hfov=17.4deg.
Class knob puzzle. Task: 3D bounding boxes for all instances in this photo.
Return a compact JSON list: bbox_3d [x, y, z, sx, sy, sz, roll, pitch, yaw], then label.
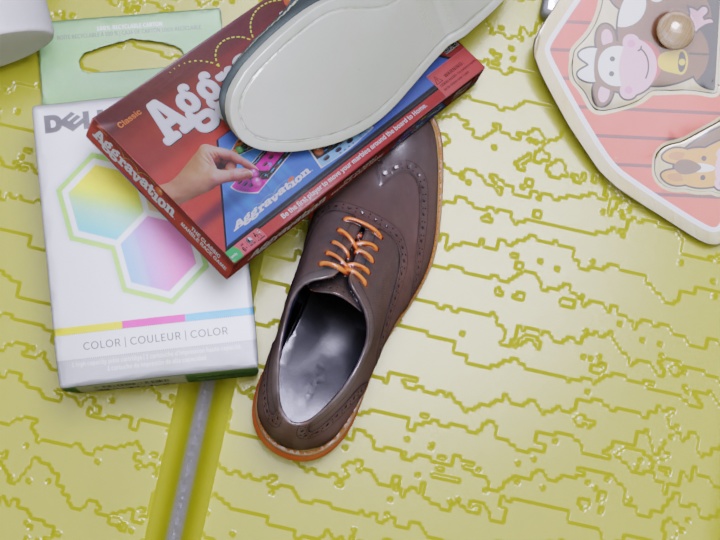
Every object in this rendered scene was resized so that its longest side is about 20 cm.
[{"bbox_3d":[0.191,-0.112,1.239,0.218,0.030,0.221,0,96,2],"label":"knob puzzle"}]

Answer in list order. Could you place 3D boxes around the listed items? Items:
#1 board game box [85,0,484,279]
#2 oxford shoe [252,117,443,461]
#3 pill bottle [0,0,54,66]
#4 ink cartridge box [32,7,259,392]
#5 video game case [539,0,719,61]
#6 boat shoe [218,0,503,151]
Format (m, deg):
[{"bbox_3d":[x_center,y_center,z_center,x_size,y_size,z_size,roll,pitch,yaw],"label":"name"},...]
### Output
[{"bbox_3d":[-0.035,-0.087,1.202,0.103,0.019,0.200,44,55,9],"label":"board game box"},{"bbox_3d":[0.000,0.000,1.215,0.071,0.073,0.201,17,77,1],"label":"oxford shoe"},{"bbox_3d":[-0.223,-0.205,1.214,0.110,0.111,0.201,-16,84,-4],"label":"pill bottle"},{"bbox_3d":[-0.113,-0.041,1.226,0.103,0.059,0.201,-6,84,-2],"label":"ink cartridge box"},{"bbox_3d":[0.214,-0.199,1.272,0.199,0.023,0.183,14,84,-1],"label":"video game case"},{"bbox_3d":[-0.003,-0.125,1.202,0.200,0.062,0.073,-38,125,-28],"label":"boat shoe"}]
